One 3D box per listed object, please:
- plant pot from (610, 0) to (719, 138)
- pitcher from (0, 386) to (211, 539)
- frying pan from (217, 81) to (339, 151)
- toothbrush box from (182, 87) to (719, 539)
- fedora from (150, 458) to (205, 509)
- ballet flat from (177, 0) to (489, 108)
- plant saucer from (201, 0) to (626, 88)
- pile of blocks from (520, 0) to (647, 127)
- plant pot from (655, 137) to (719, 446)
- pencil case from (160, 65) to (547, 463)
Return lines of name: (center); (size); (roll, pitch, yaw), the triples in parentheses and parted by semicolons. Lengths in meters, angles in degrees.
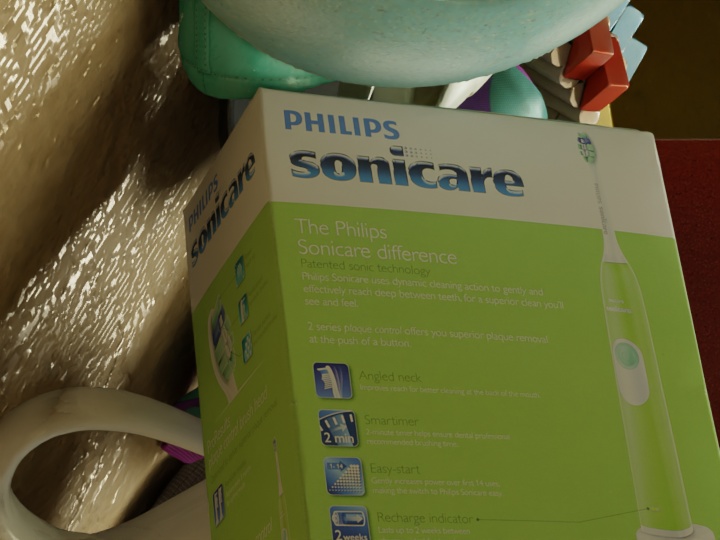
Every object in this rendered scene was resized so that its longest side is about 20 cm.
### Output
plant pot: (0.148, -0.158, 0.992); (0.142, 0.199, 0.201); (-91, -169, -50)
pitcher: (-0.030, 0.101, 0.723); (0.122, 0.199, 0.172); (-109, -165, -48)
frying pan: (0.011, -0.043, 0.783); (0.190, 0.031, 0.116); (23, 73, -48)
toothbrush box: (0.030, 0.054, 0.656); (0.086, 0.145, 0.201); (131, -42, -55)
fedora: (-0.061, 0.176, 0.905); (0.201, 0.090, 0.177); (-64, 166, -6)
ballet flat: (0.005, -0.083, 0.721); (0.200, 0.067, 0.071); (-6, 117, -52)
plant saucer: (0.035, -0.133, 0.596); (0.039, 0.200, 0.202); (-119, -142, -51)
pile of blocks: (0.095, -0.117, 0.870); (0.082, 0.062, 0.201); (-29, 124, -15)
plant pot: (0.155, 0.062, 0.993); (0.200, 0.199, 0.177); (59, 36, -60)
pencil case: (0.000, 0.000, 0.849); (0.201, 0.092, 0.085); (-62, 142, -16)
